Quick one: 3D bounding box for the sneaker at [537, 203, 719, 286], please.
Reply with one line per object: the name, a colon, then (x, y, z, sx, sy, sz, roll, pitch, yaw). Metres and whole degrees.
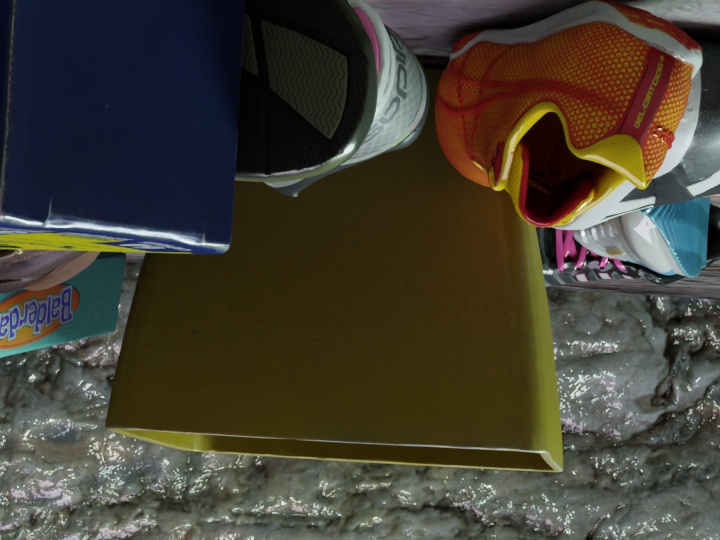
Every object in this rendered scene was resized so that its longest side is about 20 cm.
sneaker: (0.171, -0.025, 1.591, 0.198, 0.074, 0.087, -1, 180, -26)

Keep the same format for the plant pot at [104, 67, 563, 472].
plant pot: (0.000, 0.000, 1.120, 0.198, 0.178, 0.200, 3, 172, 7)

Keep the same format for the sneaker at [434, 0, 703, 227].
sneaker: (0.067, -0.054, 0.926, 0.073, 0.078, 0.200, 26, 169, -10)

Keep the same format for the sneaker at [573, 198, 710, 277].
sneaker: (0.164, -0.034, 1.380, 0.080, 0.077, 0.200, 4, 176, 12)

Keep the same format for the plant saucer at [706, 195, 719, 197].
plant saucer: (0.185, -0.062, 1.164, 0.198, 0.038, 0.200, 2, 177, 0)

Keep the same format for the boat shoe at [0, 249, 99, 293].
boat shoe: (-0.117, -0.045, 0.985, 0.070, 0.071, 0.199, 12, 143, -45)

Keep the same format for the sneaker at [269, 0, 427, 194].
sneaker: (-0.059, -0.062, 0.881, 0.198, 0.074, 0.087, -4, 168, 32)

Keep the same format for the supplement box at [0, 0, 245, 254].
supplement box: (-0.147, -0.064, 0.743, 0.199, 0.111, 0.108, 2, 177, 36)

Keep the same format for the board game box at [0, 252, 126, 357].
board game box: (-0.239, -0.005, 1.137, 0.199, 0.045, 0.152, 16, -166, 29)

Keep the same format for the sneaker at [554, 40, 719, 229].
sneaker: (0.149, -0.053, 1.013, 0.111, 0.074, 0.200, 5, 175, -12)

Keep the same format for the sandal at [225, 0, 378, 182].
sandal: (-0.067, -0.076, 0.796, 0.200, 0.081, 0.057, 13, 180, 42)
